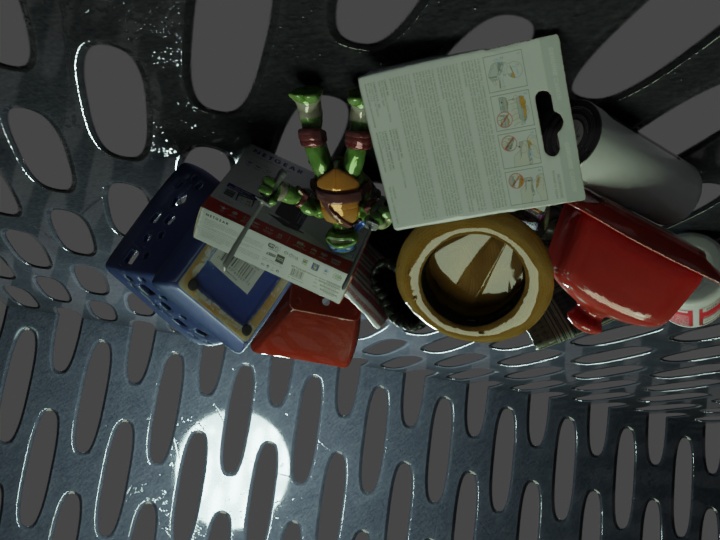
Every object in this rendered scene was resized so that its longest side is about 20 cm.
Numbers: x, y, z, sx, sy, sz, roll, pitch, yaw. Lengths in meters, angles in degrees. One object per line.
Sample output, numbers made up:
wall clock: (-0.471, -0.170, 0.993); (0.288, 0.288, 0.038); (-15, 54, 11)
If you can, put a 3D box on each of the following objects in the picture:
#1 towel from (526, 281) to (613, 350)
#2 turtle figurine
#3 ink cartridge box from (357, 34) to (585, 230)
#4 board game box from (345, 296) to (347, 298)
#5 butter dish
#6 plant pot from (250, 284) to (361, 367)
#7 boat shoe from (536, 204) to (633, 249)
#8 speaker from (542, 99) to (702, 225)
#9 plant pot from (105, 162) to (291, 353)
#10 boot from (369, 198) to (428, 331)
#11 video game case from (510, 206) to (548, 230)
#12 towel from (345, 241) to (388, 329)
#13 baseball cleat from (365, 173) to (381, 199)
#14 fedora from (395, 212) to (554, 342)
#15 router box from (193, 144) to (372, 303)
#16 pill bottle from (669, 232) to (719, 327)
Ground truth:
towel: (0.295, 0.015, 1.179); (0.191, 0.201, 0.035); (-25, 122, 8)
turtle figurine: (-0.036, -0.093, 0.955); (0.199, 0.196, 0.143); (-20, -150, -40)
ink cartridge box: (0.110, -0.134, 0.864); (0.198, 0.164, 0.057); (-9, -162, 17)
board game box: (-0.081, -0.035, 1.366); (0.153, 0.040, 0.200); (32, 170, 43)
butter dish: (0.292, 0.004, 1.018); (0.198, 0.149, 0.200); (28, -167, -1)
plant pot: (-0.084, 0.048, 1.645); (0.198, 0.202, 0.176); (11, 155, -13)
boat shoe: (0.270, -0.064, 1.201); (0.199, 0.073, 0.066); (-6, 152, 39)
speaker: (0.292, -0.114, 0.969); (0.199, 0.082, 0.081); (19, 163, -36)
plant pot: (-0.207, -0.012, 1.239); (0.200, 0.201, 0.179); (45, 163, -32)
boot: (0.050, -0.015, 1.192); (0.210, 0.080, 0.157); (37, -145, 23)
video game case: (0.123, -0.119, 0.981); (0.198, 0.036, 0.181); (27, 174, 11)
towel: (0.000, 0.000, 1.217); (0.146, 0.030, 0.200); (45, -158, 1)
baseball cleat: (-0.068, -0.102, 1.251); (0.198, 0.071, 0.106); (2, 165, 25)
fedora: (0.140, -0.007, 1.051); (0.198, 0.082, 0.202); (10, 129, 13)
router box: (-0.086, -0.064, 1.110); (0.198, 0.180, 0.049); (24, 126, -1)
pill bottle: (0.504, 0.023, 1.338); (0.111, 0.114, 0.200); (2, 165, 22)
